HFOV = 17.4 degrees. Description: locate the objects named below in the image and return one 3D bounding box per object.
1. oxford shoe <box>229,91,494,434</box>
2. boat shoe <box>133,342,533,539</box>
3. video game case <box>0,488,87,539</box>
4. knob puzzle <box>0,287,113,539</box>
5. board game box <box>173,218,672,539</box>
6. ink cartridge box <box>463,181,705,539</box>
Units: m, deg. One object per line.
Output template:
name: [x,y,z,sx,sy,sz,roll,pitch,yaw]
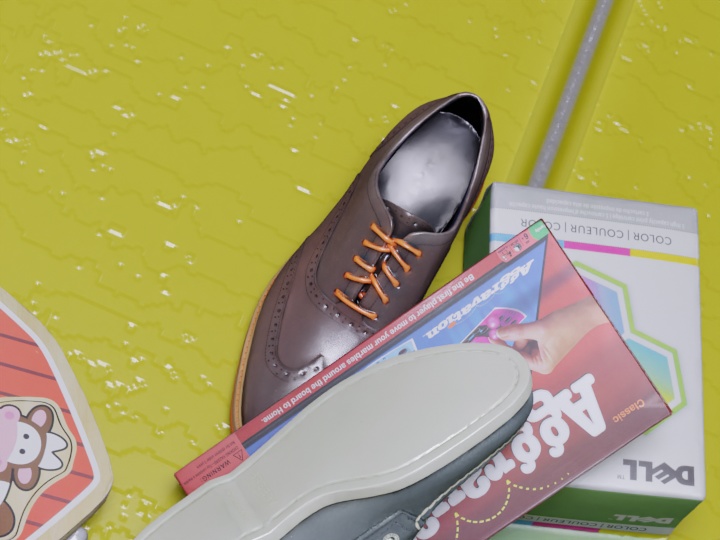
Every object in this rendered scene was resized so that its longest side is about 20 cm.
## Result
oxford shoe: [0.000,0.000,1.085,0.071,0.073,0.201,28,71,-1]
boat shoe: [-0.008,0.101,1.011,0.199,0.062,0.073,-32,37,1]
video game case: [-0.243,0.149,1.000,0.199,0.023,0.183,25,65,-1]
knob puzzle: [-0.202,0.064,1.019,0.218,0.031,0.221,10,54,-14]
board game box: [0.027,0.076,1.036,0.200,0.019,0.103,-35,85,7]
ink cartridge box: [0.101,0.065,1.091,0.103,0.059,0.201,7,67,-10]
